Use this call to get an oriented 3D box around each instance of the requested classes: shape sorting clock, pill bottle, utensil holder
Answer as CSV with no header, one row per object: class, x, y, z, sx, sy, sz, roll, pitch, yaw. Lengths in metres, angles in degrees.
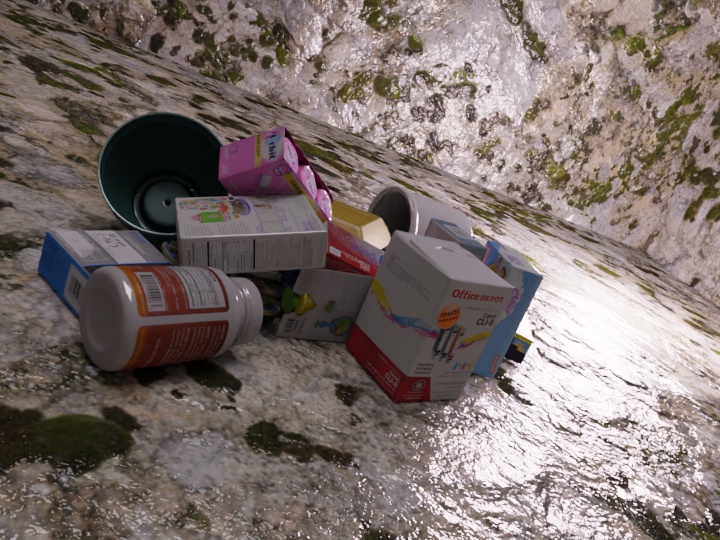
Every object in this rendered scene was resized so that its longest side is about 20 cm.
shape sorting clock,-0.205,0.009,0.975,0.197,0.040,0.200,29,9,-5
pill bottle,-0.216,0.052,0.773,0.112,0.114,0.198,36,22,34
utensil holder,0.131,-0.082,1.469,0.197,0.173,0.170,11,22,-36

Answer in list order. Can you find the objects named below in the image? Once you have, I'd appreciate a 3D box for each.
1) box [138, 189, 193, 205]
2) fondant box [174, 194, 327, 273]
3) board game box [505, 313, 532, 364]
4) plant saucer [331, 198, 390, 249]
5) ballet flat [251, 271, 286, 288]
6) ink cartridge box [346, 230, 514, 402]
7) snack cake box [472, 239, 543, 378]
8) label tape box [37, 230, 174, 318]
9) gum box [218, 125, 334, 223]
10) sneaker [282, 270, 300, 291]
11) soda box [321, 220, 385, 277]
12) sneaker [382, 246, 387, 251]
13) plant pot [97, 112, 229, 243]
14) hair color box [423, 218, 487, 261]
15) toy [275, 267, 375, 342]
box,-0.357,-0.145,1.235,0.159,0.050,0.200,4,27,-42
fondant box,-0.158,-0.054,0.923,0.195,0.059,0.145,-3,27,-18
board game box,0.257,0.094,1.319,0.163,0.058,0.200,27,18,3
plant saucer,-0.047,-0.094,1.246,0.196,0.049,0.200,22,18,13
ballet flat,-0.193,-0.031,1.108,0.197,0.069,0.075,30,28,6
ink cartridge box,0.100,0.068,0.970,0.143,0.203,0.144,7,24,-39
snack cake box,0.224,0.066,1.125,0.066,0.203,0.115,17,19,-15
label tape box,-0.299,0.006,0.872,0.143,0.064,0.198,36,22,30
gum box,-0.127,-0.128,1.045,0.200,0.111,0.067,53,28,-55
sneaker,-0.077,-0.001,1.084,0.079,0.069,0.202,57,28,-30
soda box,0.000,0.000,1.043,0.198,0.070,0.065,27,44,-35
sneaker,-0.038,-0.039,1.320,0.114,0.077,0.198,-7,26,-44
plant pot,-0.311,-0.128,1.049,0.196,0.204,0.134,20,-23,-9
hair color box,0.129,0.027,1.115,0.060,0.203,0.099,9,22,-34
toy,-0.033,0.048,0.993,0.197,0.117,0.047,7,26,-40
